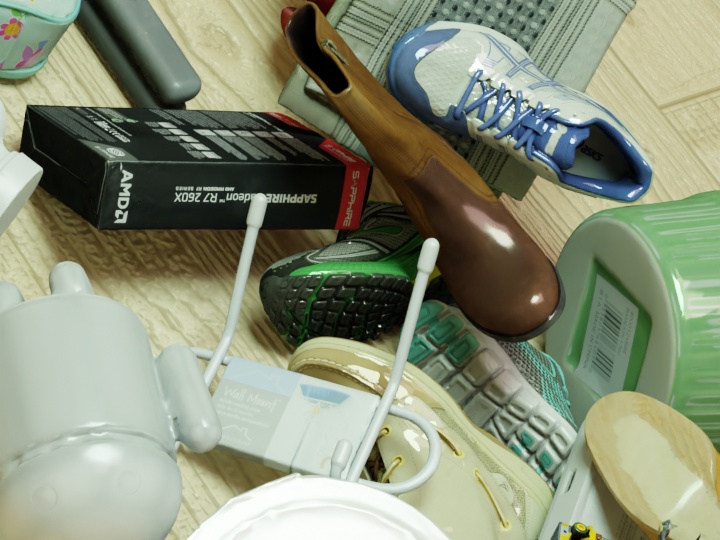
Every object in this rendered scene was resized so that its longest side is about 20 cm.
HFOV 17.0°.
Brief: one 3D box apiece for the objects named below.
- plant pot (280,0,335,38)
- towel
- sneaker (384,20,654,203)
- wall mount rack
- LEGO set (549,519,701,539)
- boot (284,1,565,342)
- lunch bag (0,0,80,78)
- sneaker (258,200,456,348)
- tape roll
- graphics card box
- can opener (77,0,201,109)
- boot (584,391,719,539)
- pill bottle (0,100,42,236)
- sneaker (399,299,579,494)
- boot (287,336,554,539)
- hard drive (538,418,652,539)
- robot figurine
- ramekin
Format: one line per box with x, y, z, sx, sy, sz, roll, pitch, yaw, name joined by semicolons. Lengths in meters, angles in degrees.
0.050;-0.218;1.727;0.200;0.183;0.200;17;10;-3;plant pot
0.068;-0.147;1.631;0.192;0.200;0.035;28;9;-28;towel
0.112;-0.105;1.601;0.200;0.075;0.088;21;11;-24;sneaker
-0.037;0.052;1.479;0.199;0.075;0.174;15;56;14;wall mount rack
0.140;0.249;1.409;0.116;0.200;0.154;20;27;-5;LEGO set
0.042;-0.063;1.515;0.200;0.068;0.189;50;12;-45;boot
-0.284;-0.217;1.611;0.199;0.077;0.161;12;46;-25;lunch bag
0.000;0.000;1.624;0.200;0.078;0.085;-10;53;-50;sneaker
-0.025;0.220;1.359;0.202;0.071;0.203;6;64;-12;tape roll
-0.108;-0.067;1.576;0.200;0.051;0.125;0;20;-35;graphics card box
-0.164;-0.192;1.687;0.067;0.053;0.200;-18;66;-42;can opener
0.220;0.175;1.514;0.071;0.144;0.201;-39;58;-9;boot
-0.294;-0.093;1.470;0.200;0.111;0.111;36;42;-2;pill bottle
0.116;0.094;1.613;0.091;0.078;0.200;-19;70;-52;sneaker
0.015;0.143;1.502;0.200;0.073;0.156;39;43;-3;boot
0.191;0.203;1.542;0.200;0.027;0.132;50;39;-20;hard drive
-0.166;0.094;1.389;0.169;0.113;0.200;-18;57;3;robot figurine
0.206;0.047;1.626;0.097;0.200;0.200;-2;54;-25;ramekin
